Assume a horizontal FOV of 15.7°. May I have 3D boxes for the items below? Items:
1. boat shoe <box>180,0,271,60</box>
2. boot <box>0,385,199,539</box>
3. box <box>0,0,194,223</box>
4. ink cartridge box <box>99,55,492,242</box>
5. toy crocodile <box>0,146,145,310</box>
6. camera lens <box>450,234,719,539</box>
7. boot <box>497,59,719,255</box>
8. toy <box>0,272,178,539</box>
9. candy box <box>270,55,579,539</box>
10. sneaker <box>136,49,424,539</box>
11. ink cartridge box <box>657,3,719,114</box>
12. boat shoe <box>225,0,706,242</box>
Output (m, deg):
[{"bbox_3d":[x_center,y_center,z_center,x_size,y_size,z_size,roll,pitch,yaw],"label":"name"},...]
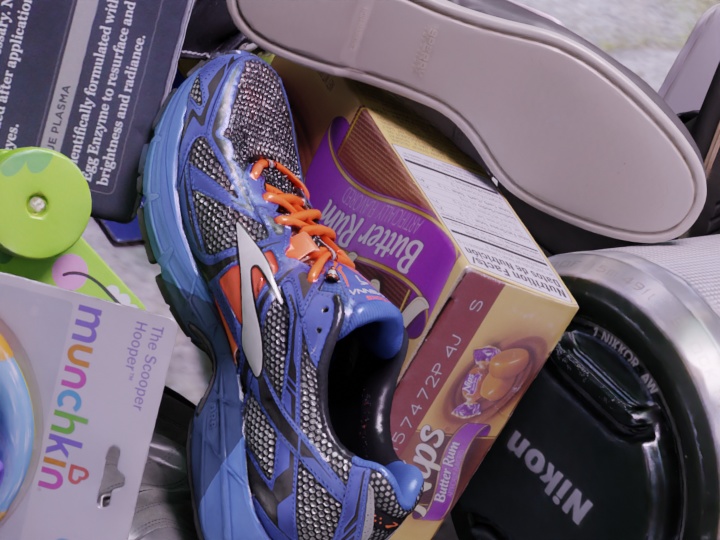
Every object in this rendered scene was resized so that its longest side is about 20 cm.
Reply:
[{"bbox_3d":[-0.052,-0.123,1.134,0.068,0.072,0.200,32,22,4],"label":"boat shoe"},{"bbox_3d":[-0.112,0.073,0.929,0.200,0.068,0.131,36,30,0],"label":"boot"},{"bbox_3d":[-0.186,-0.107,0.988,0.200,0.118,0.197,13,6,-21],"label":"box"},{"bbox_3d":[-0.066,-0.098,1.191,0.200,0.047,0.198,-5,46,-41],"label":"ink cartridge box"},{"bbox_3d":[-0.146,-0.041,0.871,0.200,0.062,0.067,49,-13,-19],"label":"toy crocodile"},{"bbox_3d":[0.143,0.066,1.014,0.200,0.160,0.160,-7,47,-40],"label":"camera lens"},{"bbox_3d":[0.120,-0.054,1.130,0.077,0.200,0.138,-26,55,-36],"label":"boot"},{"bbox_3d":[-0.169,0.049,0.829,0.200,0.115,0.047,15,17,3],"label":"toy"},{"bbox_3d":[0.000,0.000,1.008,0.056,0.117,0.200,19,24,-29],"label":"candy box"},{"bbox_3d":[-0.020,0.013,0.916,0.075,0.078,0.200,11,62,-54],"label":"sneaker"},{"bbox_3d":[0.221,-0.015,1.185,0.200,0.145,0.083,43,37,22],"label":"ink cartridge box"},{"bbox_3d":[0.045,-0.079,0.991,0.200,0.067,0.057,28,25,3],"label":"boat shoe"}]
